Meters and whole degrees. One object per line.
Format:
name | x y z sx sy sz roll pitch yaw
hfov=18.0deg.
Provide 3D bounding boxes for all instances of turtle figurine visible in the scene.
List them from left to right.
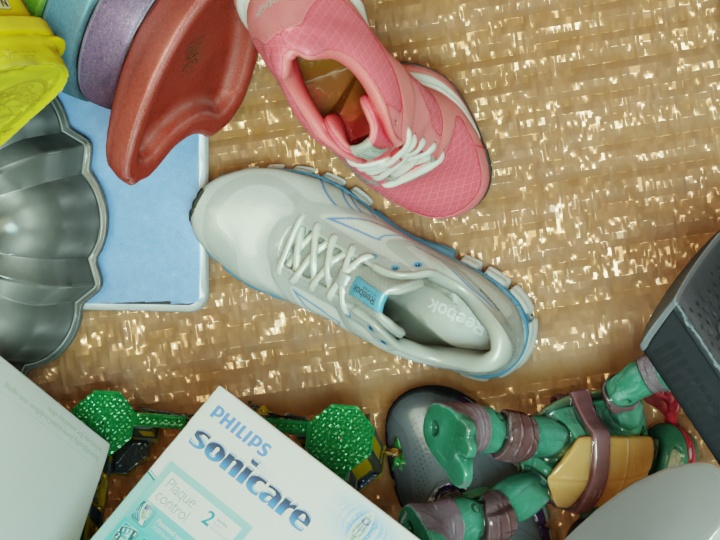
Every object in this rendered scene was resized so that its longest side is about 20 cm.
turtle figurine | 0.121 0.106 1.175 0.198 0.101 0.151 -3 104 -27

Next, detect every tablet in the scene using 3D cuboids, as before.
tablet | -0.146 -0.078 1.248 0.129 0.014 0.202 1 94 7

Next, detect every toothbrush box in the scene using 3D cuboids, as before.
toothbrush box | -0.068 0.183 1.094 0.146 0.085 0.200 36 78 29

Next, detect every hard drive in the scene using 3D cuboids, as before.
hard drive | 0.207 0.040 1.130 0.042 0.200 0.135 -33 91 32

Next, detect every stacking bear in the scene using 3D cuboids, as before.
stacking bear | -0.160 -0.152 1.185 0.199 0.121 0.114 30 124 16

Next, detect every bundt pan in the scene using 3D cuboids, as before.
bundt pan | -0.240 -0.023 1.224 0.200 0.076 0.204 1 94 13

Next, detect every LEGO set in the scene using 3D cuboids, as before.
LEGO set | -0.070 0.145 1.228 0.198 0.116 0.155 -4 68 9

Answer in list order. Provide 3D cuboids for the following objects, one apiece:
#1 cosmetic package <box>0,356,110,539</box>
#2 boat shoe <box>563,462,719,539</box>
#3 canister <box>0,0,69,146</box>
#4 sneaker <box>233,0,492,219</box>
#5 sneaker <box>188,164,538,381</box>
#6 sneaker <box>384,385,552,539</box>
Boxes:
cosmetic package | -0.244 0.102 1.181 0.199 0.108 0.085 -2 58 32
boat shoe | 0.126 0.166 1.097 0.065 0.072 0.200 31 124 -22
canister | -0.248 -0.145 1.132 0.148 0.086 0.201 -36 76 29
sneaker | 0.002 -0.075 1.155 0.073 0.087 0.200 -29 132 18
sneaker | 0.000 0.000 1.201 0.199 0.087 0.076 22 98 6
sneaker | 0.071 0.155 1.204 0.074 0.088 0.201 -27 92 8
